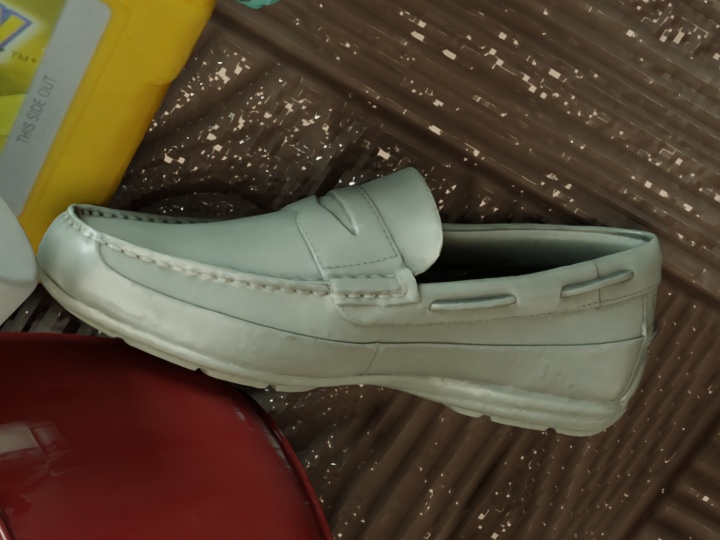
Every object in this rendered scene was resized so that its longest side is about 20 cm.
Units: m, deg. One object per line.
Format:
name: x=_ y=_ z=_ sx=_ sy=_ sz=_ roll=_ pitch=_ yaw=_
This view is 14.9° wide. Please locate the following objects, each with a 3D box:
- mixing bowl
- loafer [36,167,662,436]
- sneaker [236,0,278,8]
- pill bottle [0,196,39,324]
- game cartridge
mixing bowl: x=-0.072 y=0.099 z=0.844 sx=0.108 sy=0.200 sz=0.201 roll=-20 pitch=116 yaw=-22
loafer: x=0.000 y=0.000 z=0.838 sx=0.200 sy=0.070 sz=0.070 roll=9 pitch=109 yaw=-26
sneaker: x=-0.027 y=-0.175 z=0.779 sx=0.091 sy=0.078 sz=0.200 roll=19 pitch=115 yaw=14
pill bottle: x=-0.187 y=0.039 z=0.737 sx=0.200 sy=0.113 sz=0.113 roll=-44 pitch=108 yaw=9
game cartridge: x=-0.136 y=-0.083 z=0.777 sx=0.176 sy=0.032 sz=0.200 roll=21 pitch=146 yaw=-10
